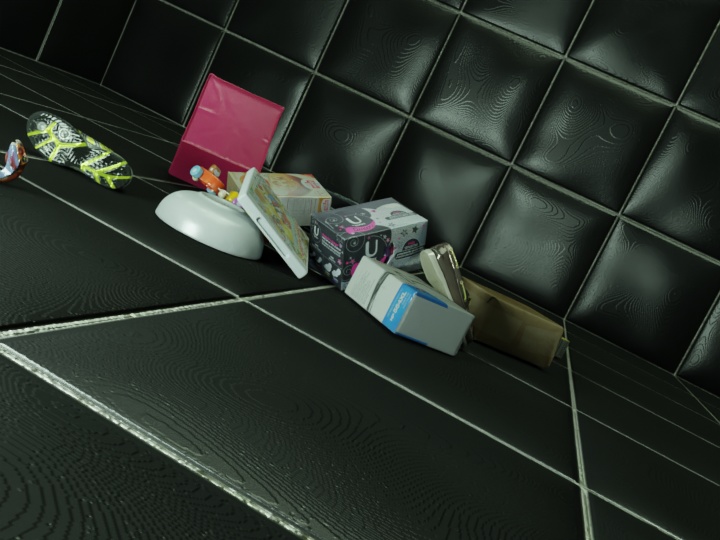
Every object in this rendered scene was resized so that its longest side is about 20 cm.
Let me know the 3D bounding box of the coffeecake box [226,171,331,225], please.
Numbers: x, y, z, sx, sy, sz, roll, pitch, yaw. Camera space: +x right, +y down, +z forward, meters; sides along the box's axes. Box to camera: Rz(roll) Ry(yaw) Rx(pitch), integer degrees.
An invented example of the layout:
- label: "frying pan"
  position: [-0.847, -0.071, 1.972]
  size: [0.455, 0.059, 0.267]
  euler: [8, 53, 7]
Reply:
- label: "coffeecake box"
  position: [-0.184, -0.159, 1.754]
  size: [0.199, 0.073, 0.154]
  euler: [-1, 26, -23]

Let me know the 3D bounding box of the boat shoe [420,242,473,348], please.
- label: "boat shoe"
  position: [0.176, 0.046, 1.487]
  size: [0.059, 0.201, 0.072]
  euler: [-23, 3, -19]

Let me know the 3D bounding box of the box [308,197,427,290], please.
- label: "box"
  position: [0.015, -0.057, 1.551]
  size: [0.200, 0.115, 0.132]
  euler: [-15, 33, -31]

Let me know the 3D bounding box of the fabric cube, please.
- label: "fabric cube"
  position: [-0.324, -0.312, 1.896]
  size: [0.196, 0.200, 0.199]
  euler: [23, -24, -13]

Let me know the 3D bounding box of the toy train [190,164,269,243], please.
- label: "toy train"
  position: [-0.236, -0.137, 1.540]
  size: [0.150, 0.056, 0.200]
  euler: [32, -12, 43]

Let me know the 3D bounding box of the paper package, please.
- label: "paper package"
  position: [0.316, 0.114, 1.757]
  size: [0.200, 0.104, 0.191]
  euler: [22, 7, -20]

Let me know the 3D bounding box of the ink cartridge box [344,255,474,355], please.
- label: "ink cartridge box"
  position: [0.084, 0.060, 1.414]
  size: [0.146, 0.084, 0.200]
  euler: [22, 9, -33]

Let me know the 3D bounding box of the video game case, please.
- label: "video game case"
  position: [-0.156, -0.093, 1.461]
  size: [0.182, 0.023, 0.200]
  euler: [53, 9, -18]

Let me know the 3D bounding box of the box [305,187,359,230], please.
- label: "box"
  position: [-0.062, -0.144, 2.207]
  size: [0.200, 0.124, 0.197]
  euler: [29, 6, 21]

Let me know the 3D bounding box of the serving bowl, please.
- label: "serving bowl"
  position: [-0.255, -0.092, 1.390]
  size: [0.200, 0.066, 0.200]
  euler: [25, 7, -3]

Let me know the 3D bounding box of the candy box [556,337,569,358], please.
- label: "candy box"
  position: [0.424, 0.154, 2.023]
  size: [0.200, 0.055, 0.115]
  euler: [22, 8, -27]

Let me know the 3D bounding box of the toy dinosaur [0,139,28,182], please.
- label: "toy dinosaur"
  position: [-0.528, -0.178, 1.010]
  size: [0.200, 0.105, 0.182]
  euler: [16, -20, 36]

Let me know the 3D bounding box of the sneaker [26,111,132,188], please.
- label: "sneaker"
  position: [-0.495, -0.206, 1.390]
  size: [0.200, 0.075, 0.076]
  euler: [35, -2, -10]

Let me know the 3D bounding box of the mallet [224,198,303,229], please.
- label: "mallet"
  position: [-0.221, -0.137, 1.815]
  size: [0.200, 0.066, 0.041]
  euler: [25, -5, -4]
